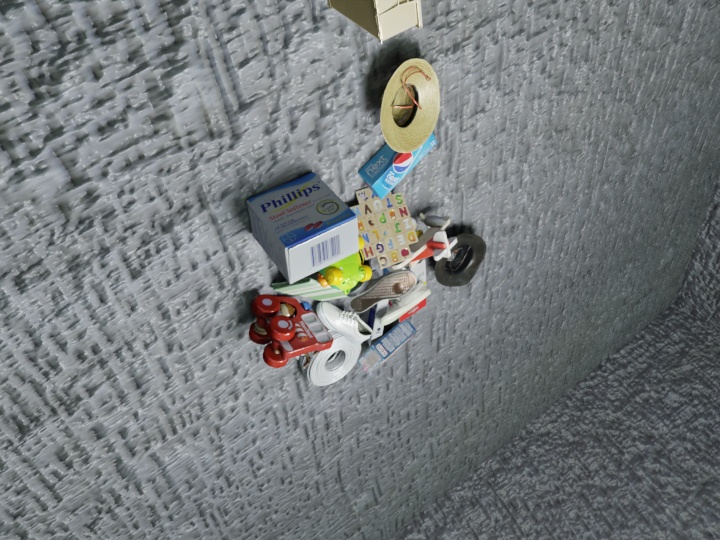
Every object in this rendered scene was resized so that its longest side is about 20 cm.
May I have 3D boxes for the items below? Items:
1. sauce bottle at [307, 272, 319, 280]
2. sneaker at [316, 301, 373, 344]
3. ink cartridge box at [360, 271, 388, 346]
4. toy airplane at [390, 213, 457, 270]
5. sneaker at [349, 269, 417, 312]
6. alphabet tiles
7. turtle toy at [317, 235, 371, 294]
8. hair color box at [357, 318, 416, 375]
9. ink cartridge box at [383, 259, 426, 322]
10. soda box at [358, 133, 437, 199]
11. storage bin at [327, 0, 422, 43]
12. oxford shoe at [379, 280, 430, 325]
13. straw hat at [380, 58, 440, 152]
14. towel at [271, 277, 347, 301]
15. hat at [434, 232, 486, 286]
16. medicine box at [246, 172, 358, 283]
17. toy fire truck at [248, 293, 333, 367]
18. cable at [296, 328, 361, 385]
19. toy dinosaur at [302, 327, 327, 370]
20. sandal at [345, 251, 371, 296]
[{"bbox_3d":[-0.057,0.016,1.608,0.197,0.065,0.066,13,115,-51],"label":"sauce bottle"},{"bbox_3d":[-0.041,0.138,1.691,0.070,0.075,0.199,-27,136,30],"label":"sneaker"},{"bbox_3d":[0.039,0.113,1.750,0.038,0.100,0.204,-6,131,-20],"label":"ink cartridge box"},{"bbox_3d":[0.161,-0.082,1.628,0.196,0.200,0.143,-31,100,11],"label":"toy airplane"},{"bbox_3d":[0.060,0.038,1.607,0.196,0.085,0.074,-23,112,17],"label":"sneaker"},{"bbox_3d":[0.060,-0.115,1.523,0.163,0.206,0.006,-18,178,-25],"label":"alphabet tiles"},{"bbox_3d":[-0.063,-0.040,1.448,0.100,0.206,0.144,-22,168,40],"label":"turtle toy"},{"bbox_3d":[0.084,0.233,1.861,0.199,0.061,0.100,-32,166,-47],"label":"hair color box"},{"bbox_3d":[0.136,0.046,1.808,0.114,0.067,0.203,-29,139,-20],"label":"ink cartridge box"},{"bbox_3d":[0.092,-0.277,1.478,0.200,0.068,0.064,-46,142,0],"label":"soda box"},{"bbox_3d":[0.010,-0.542,1.061,0.092,0.201,0.201,-28,140,-14],"label":"storage bin"},{"bbox_3d":[0.119,0.092,1.716,0.198,0.058,0.075,-34,174,-32],"label":"oxford shoe"},{"bbox_3d":[0.091,-0.380,1.373,0.198,0.084,0.207,-21,124,-34],"label":"straw hat"},{"bbox_3d":[-0.110,0.047,1.543,0.197,0.150,0.024,15,71,-48],"label":"towel"},{"bbox_3d":[0.290,-0.045,1.863,0.196,0.081,0.206,-18,127,-24],"label":"hat"},{"bbox_3d":[-0.128,-0.099,1.326,0.179,0.200,0.105,-26,139,-22],"label":"medicine box"},{"bbox_3d":[-0.177,0.135,1.489,0.164,0.201,0.114,-10,133,-35],"label":"toy fire truck"},{"bbox_3d":[-0.087,0.249,1.782,0.198,0.069,0.202,-36,141,-12],"label":"cable"},{"bbox_3d":[-0.199,0.185,1.619,0.181,0.201,0.105,41,115,-11],"label":"toy dinosaur"},{"bbox_3d":[0.001,0.000,1.548,0.074,0.203,0.044,-10,125,18],"label":"sandal"}]
